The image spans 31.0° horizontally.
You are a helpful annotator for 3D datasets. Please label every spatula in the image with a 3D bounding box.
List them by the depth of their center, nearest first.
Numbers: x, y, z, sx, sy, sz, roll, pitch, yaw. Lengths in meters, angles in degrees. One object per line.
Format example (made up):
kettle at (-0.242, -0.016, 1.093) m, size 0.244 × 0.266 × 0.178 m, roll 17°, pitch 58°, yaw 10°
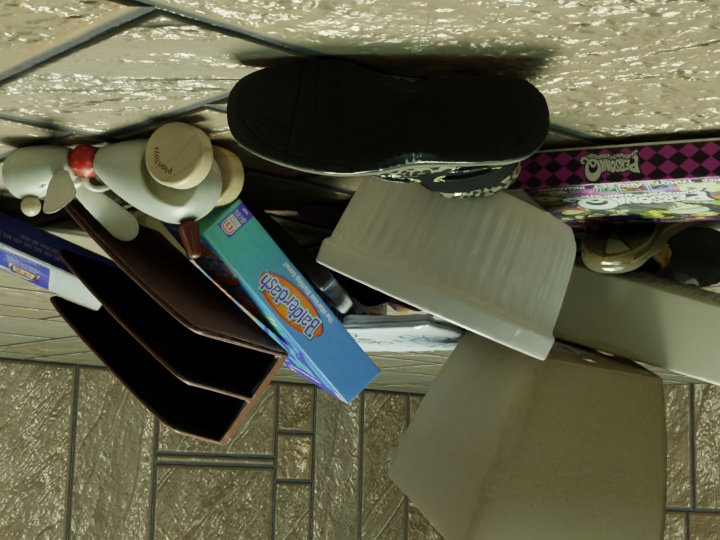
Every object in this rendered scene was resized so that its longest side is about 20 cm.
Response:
spatula at (0.038, -0.044, 1.283) m, size 0.200 × 0.021 × 0.057 m, roll 4°, pitch 171°, yaw -21°

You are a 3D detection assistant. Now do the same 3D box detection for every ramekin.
ramekin at (0.075, -0.016, 1.030) m, size 0.200 × 0.105 × 0.200 m, roll 23°, pitch -179°, yaw 0°

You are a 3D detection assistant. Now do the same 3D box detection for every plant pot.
plant pot at (0.168, 0.152, 1.190) m, size 0.200 × 0.177 × 0.200 m, roll 12°, pitch -171°, yaw -21°

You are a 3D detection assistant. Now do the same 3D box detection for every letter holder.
letter holder at (-0.186, 0.041, 1.105) m, size 0.200 × 0.101 × 0.142 m, roll 40°, pitch -172°, yaw 33°

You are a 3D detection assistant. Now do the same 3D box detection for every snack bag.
snack bag at (0.033, 0.063, 1.298) m, size 0.200 × 0.021 × 0.188 m, roll -4°, pitch 170°, yaw 34°

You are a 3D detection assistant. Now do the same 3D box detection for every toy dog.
toy dog at (-0.184, -0.055, 1.019) m, size 0.200 × 0.097 × 0.132 m, roll -6°, pitch 168°, yaw 40°

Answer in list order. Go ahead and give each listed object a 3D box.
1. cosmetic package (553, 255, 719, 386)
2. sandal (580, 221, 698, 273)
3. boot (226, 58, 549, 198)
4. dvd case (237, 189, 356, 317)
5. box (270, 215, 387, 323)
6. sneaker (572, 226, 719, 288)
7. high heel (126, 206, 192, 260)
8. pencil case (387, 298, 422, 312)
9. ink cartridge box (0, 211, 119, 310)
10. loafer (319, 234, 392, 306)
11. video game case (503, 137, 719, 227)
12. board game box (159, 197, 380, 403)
cosmetic package at (0.252, 0.040, 1.201) m, size 0.200 × 0.073 × 0.104 m, roll 17°, pitch -171°, yaw 21°
sandal at (0.250, -0.019, 1.173) m, size 0.080 × 0.054 × 0.200 m, roll 0°, pitch -166°, yaw 28°
boot at (0.020, -0.087, 0.876) m, size 0.203 × 0.074 × 0.154 m, roll 2°, pitch 174°, yaw 4°
dvd case at (-0.068, -0.022, 1.176) m, size 0.143 × 0.018 × 0.200 m, roll 44°, pitch 178°, yaw 10°
box at (-0.048, 0.011, 1.363) m, size 0.035 × 0.110 × 0.200 m, roll -7°, pitch 168°, yaw 41°
sneaker at (0.267, -0.010, 1.304) m, size 0.200 × 0.081 × 0.086 m, roll 6°, pitch -177°, yaw 7°
high heel at (-0.234, -0.023, 1.299) m, size 0.142 × 0.072 × 0.200 m, roll -5°, pitch 175°, yaw 26°
pencil case at (0.095, 0.011, 1.339) m, size 0.086 × 0.083 × 0.200 m, roll 12°, pitch 178°, yaw -29°
ink cartridge box at (-0.307, -0.009, 1.311) m, size 0.197 × 0.047 × 0.200 m, roll 25°, pitch 165°, yaw -9°
loafer at (0.000, 0.000, 1.265) m, size 0.073 × 0.072 × 0.200 m, roll 5°, pitch 172°, yaw -9°
video game case at (0.223, -0.068, 1.063) m, size 0.200 × 0.036 × 0.181 m, roll -2°, pitch 172°, yaw 20°
board game box at (-0.084, 0.017, 1.132) m, size 0.200 × 0.045 × 0.152 m, roll 52°, pitch 167°, yaw -22°
